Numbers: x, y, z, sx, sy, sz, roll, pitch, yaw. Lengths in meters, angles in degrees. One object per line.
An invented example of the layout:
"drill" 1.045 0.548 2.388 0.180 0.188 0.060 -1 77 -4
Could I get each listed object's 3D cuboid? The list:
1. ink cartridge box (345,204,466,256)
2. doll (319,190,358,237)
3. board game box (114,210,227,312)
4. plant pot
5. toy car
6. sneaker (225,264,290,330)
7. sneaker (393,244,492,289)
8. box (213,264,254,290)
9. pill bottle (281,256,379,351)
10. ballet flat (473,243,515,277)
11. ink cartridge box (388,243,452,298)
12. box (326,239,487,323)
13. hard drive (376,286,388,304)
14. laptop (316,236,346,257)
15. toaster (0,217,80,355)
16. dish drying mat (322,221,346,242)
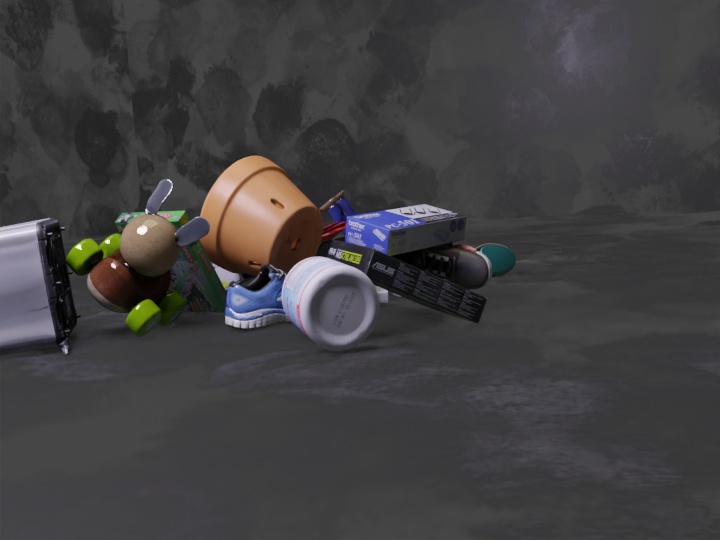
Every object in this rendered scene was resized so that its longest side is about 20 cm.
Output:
"ink cartridge box" 0.075 -0.067 1.297 0.093 0.045 0.197 19 22 39
"doll" 0.006 -0.059 1.568 0.048 0.202 0.136 -33 5 33
"board game box" -0.313 -0.011 1.363 0.131 0.203 0.029 0 41 24
"plant pot" -0.156 -0.071 1.373 0.138 0.204 0.198 29 23 28
"toy car" -0.320 -0.034 1.247 0.164 0.201 0.158 42 16 6
"sneaker" -0.120 0.035 1.273 0.196 0.092 0.078 -8 10 -32
"sneaker" 0.117 -0.008 1.327 0.195 0.079 0.082 14 13 20
"box" -0.240 0.001 1.569 0.115 0.061 0.200 -26 -1 18
"pill bottle" -0.051 0.040 1.121 0.106 0.112 0.200 -5 7 -16
"ballet flat" 0.219 -0.013 1.588 0.196 0.069 0.062 -8 -1 -35
"ink cartridge box" 0.093 -0.008 1.437 0.058 0.107 0.199 -7 8 -24
"box" 0.063 0.014 1.211 0.196 0.049 0.193 23 -4 -19
"hard drive" -0.052 0.044 1.421 0.194 0.027 0.132 -3 8 -2
"laptop" -0.125 -0.015 1.603 0.195 0.106 0.177 2 8 23
"toaster" -0.494 0.024 1.199 0.116 0.186 0.200 -10 9 -13
"dish drying mat" -0.087 -0.052 1.534 0.076 0.019 0.200 -26 -2 -23
